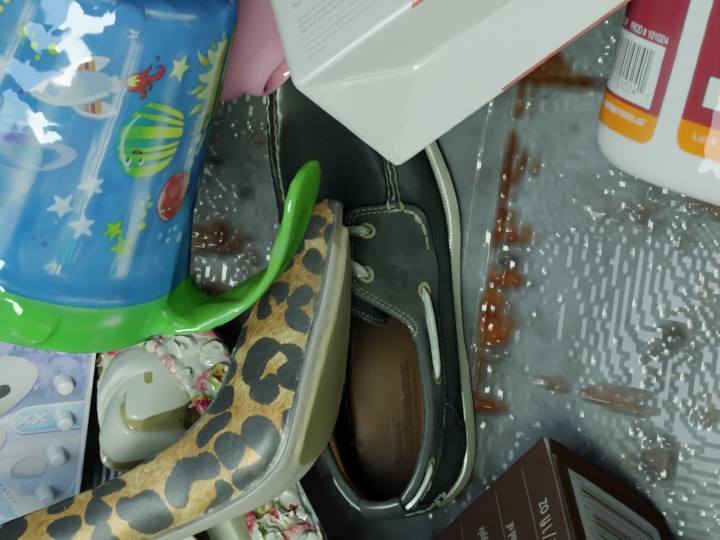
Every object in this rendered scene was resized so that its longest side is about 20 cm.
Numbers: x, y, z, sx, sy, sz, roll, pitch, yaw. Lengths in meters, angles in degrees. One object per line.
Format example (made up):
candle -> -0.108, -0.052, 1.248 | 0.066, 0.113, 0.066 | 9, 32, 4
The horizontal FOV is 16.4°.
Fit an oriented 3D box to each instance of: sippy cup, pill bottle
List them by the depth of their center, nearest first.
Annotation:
pill bottle -> 0.160, -0.124, 0.889 | 0.112, 0.113, 0.201 | 18, 103, 19
sippy cup -> -0.108, -0.061, 0.900 | 0.131, 0.177, 0.140 | -65, 29, 26

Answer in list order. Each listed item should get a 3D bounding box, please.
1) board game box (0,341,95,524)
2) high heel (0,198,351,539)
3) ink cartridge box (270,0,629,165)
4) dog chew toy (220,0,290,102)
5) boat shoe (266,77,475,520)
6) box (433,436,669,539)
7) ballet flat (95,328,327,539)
board game box -> -0.203, 0.073, 0.997 | 0.026, 0.199, 0.201 | -119, 31, -47
high heel -> -0.085, 0.056, 0.940 | 0.142, 0.071, 0.201 | 14, 82, 12
ink cartridge box -> 0.018, -0.155, 0.941 | 0.116, 0.067, 0.201 | -34, 48, 22
dog chew toy -> -0.100, -0.145, 0.989 | 0.200, 0.124, 0.125 | 43, 110, 12
boat shoe -> 0.000, 0.000, 0.996 | 0.071, 0.068, 0.201 | -12, 88, 24
box -> 0.035, 0.170, 0.973 | 0.075, 0.100, 0.200 | 34, 112, -23
ballet flat -> -0.066, 0.081, 0.999 | 0.200, 0.064, 0.076 | 56, 129, 29
